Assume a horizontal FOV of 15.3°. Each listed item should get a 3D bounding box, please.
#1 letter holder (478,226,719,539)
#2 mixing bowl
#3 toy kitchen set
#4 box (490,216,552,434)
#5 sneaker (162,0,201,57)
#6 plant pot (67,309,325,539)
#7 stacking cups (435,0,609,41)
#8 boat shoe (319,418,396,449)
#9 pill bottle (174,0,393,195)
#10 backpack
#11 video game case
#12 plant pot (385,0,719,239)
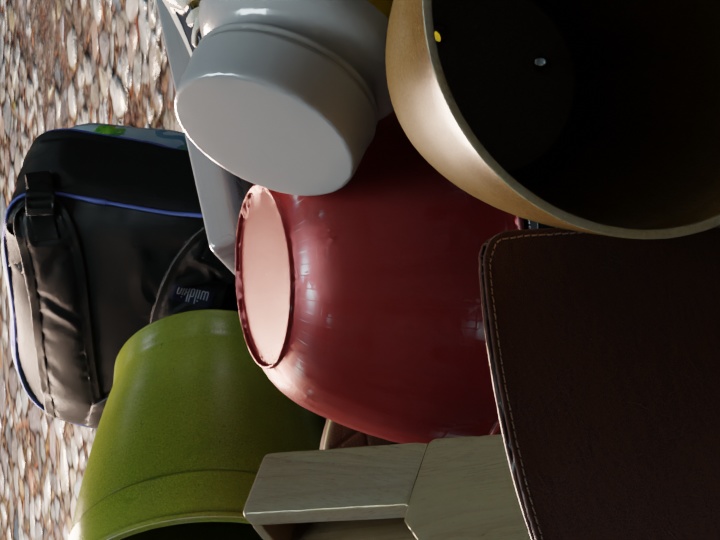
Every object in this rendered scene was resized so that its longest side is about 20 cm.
[{"bbox_3d":[0.115,0.090,1.166,0.101,0.142,0.200,122,141,-57],"label":"letter holder"},{"bbox_3d":[0.000,0.000,1.380,0.200,0.108,0.201,178,90,-70],"label":"mixing bowl"},{"bbox_3d":[0.036,0.208,1.270,0.180,0.163,0.200,-6,46,33],"label":"toy kitchen set"},{"bbox_3d":[0.083,0.013,1.381,0.158,0.050,0.200,-170,78,-70],"label":"box"},{"bbox_3d":[-0.075,-0.157,1.493,0.130,0.079,0.199,49,167,44],"label":"sneaker"},{"bbox_3d":[-0.094,0.136,1.718,0.200,0.200,0.193,112,161,-48],"label":"plant pot"},{"bbox_3d":[0.084,-0.149,1.356,0.200,0.060,0.061,179,89,-67],"label":"stacking cups"},{"bbox_3d":[0.004,0.163,1.507,0.068,0.072,0.200,170,95,-68],"label":"boat shoe"},{"bbox_3d":[-0.013,-0.144,1.327,0.200,0.114,0.114,-67,8,-28],"label":"pill bottle"},{"bbox_3d":[-0.147,0.004,1.839,0.147,0.183,0.200,-76,-8,-55],"label":"backpack"},{"bbox_3d":[-0.070,-0.061,1.686,0.182,0.023,0.200,49,-157,-57],"label":"video game case"},{"bbox_3d":[0.084,-0.098,1.177,0.200,0.186,0.187,165,102,-72],"label":"plant pot"}]
